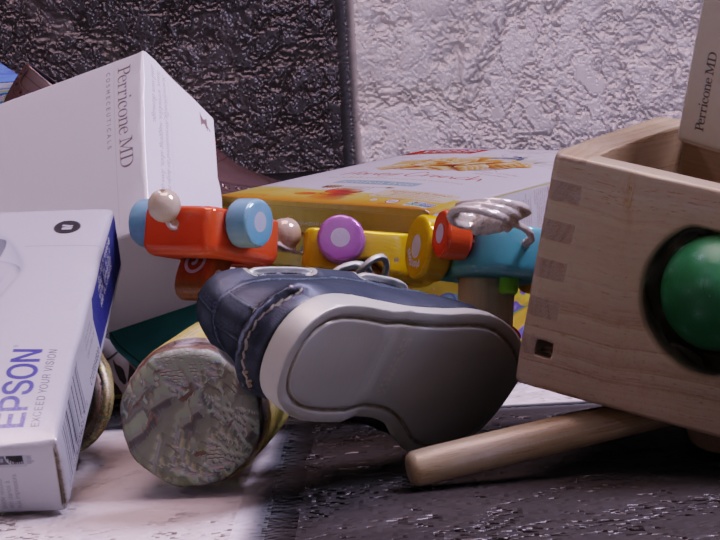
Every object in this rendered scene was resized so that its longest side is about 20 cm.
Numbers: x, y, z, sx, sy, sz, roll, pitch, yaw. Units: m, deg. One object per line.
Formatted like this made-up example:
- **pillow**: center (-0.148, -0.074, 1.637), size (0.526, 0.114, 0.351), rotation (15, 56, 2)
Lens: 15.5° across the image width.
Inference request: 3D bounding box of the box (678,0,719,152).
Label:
- **box**: center (0.236, -0.068, 1.095), size (0.200, 0.083, 0.068), rotation (18, 16, 35)

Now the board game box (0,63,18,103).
- **board game box**: center (-0.293, -0.023, 1.466), size (0.043, 0.201, 0.199), rotation (33, 21, 21)

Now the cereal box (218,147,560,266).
- **cereal box**: center (0.039, -0.034, 1.405), size (0.143, 0.040, 0.200), rotation (4, 13, 37)

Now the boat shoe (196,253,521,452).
- **boat shoe**: center (0.002, 0.034, 1.123), size (0.062, 0.075, 0.200), rotation (34, 15, 30)

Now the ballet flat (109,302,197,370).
- **ballet flat**: center (-0.040, 0.039, 1.344), size (0.199, 0.072, 0.072), rotation (10, 13, 37)

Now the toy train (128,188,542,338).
- **toy train**: center (0.000, 0.000, 1.208), size (0.199, 0.056, 0.150), rotation (2, -6, 30)

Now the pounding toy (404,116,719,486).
- **pounding toy**: center (0.147, 0.025, 1.126), size (0.183, 0.143, 0.200), rotation (14, 14, 21)

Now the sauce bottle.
- **sauce bottle**: center (-0.059, 0.052, 1.192), size (0.064, 0.065, 0.200), rotation (-2, 5, 8)

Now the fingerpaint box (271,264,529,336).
- **fingerpaint box**: center (0.044, 0.015, 1.471), size (0.199, 0.074, 0.167), rotation (-3, 6, 10)

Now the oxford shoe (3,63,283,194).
- **oxford shoe**: center (-0.105, -0.063, 1.471), size (0.199, 0.073, 0.071), rotation (14, 3, -2)

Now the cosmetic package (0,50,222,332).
- **cosmetic package**: center (-0.174, -0.021, 1.358), size (0.199, 0.113, 0.081), rotation (-21, -34, 21)

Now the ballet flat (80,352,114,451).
- **ballet flat**: center (-0.165, 0.054, 1.267), size (0.071, 0.071, 0.200), rotation (-8, 7, -43)

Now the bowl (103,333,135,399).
- **bowl**: center (-0.173, 0.017, 1.479), size (0.200, 0.095, 0.201), rotation (-3, 4, 0)

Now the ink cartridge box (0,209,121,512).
- **ink cartridge box**: center (-0.214, 0.038, 1.159), size (0.199, 0.041, 0.200), rotation (-4, 30, 4)
